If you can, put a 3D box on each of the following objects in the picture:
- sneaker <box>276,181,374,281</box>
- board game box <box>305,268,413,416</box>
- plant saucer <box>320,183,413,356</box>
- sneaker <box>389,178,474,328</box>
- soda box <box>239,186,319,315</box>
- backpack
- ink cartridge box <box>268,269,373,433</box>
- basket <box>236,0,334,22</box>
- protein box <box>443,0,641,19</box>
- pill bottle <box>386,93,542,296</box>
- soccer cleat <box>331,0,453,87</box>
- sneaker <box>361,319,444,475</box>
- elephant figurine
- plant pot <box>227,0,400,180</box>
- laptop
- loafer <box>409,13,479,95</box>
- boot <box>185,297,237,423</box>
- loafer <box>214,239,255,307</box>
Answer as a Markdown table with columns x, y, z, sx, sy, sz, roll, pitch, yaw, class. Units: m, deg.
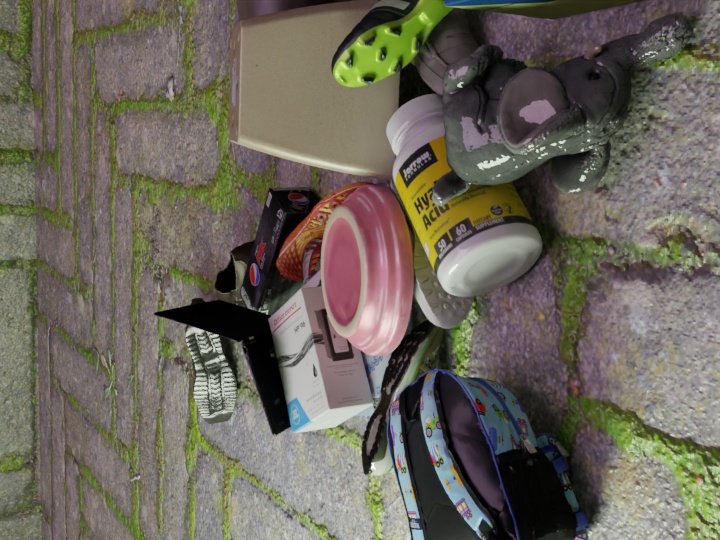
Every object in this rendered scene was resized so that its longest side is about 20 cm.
| x | y | z | sx | sy | sz | roll | pitch | yaw | class |
| --- | --- | --- | --- | --- | --- | --- | --- | --- | --- |
| -0.045 | -0.065 | 1.207 | 0.200 | 0.073 | 0.077 | -35 | 25 | 37 | sneaker |
| -0.001 | 0.088 | 1.181 | 0.200 | 0.043 | 0.200 | -14 | 81 | 58 | board game box |
| 0.000 | 0.000 | 1.055 | 0.200 | 0.051 | 0.201 | 178 | 90 | -68 | plant saucer |
| 0.074 | -0.016 | 1.035 | 0.081 | 0.076 | 0.200 | 119 | 144 | -52 | sneaker |
| -0.116 | -0.024 | 1.330 | 0.063 | 0.071 | 0.200 | 55 | 137 | 39 | soda box |
| 0.115 | 0.200 | 0.918 | 0.183 | 0.134 | 0.200 | -47 | 55 | 50 | backpack |
| -0.059 | 0.095 | 1.170 | 0.116 | 0.068 | 0.201 | -41 | 58 | 53 | ink cartridge box |
| -0.098 | -0.308 | 1.223 | 0.180 | 0.136 | 0.201 | -159 | 65 | -70 | basket |
| 0.181 | -0.332 | 0.762 | 0.198 | 0.135 | 0.201 | 10 | 101 | 58 | protein box |
| 0.099 | -0.083 | 0.941 | 0.111 | 0.111 | 0.200 | -56 | 48 | 45 | pill bottle |
| 0.046 | -0.273 | 0.957 | 0.200 | 0.068 | 0.081 | -41 | 40 | 11 | soccer cleat |
| 0.070 | 0.152 | 1.055 | 0.200 | 0.088 | 0.077 | -69 | 15 | -4 | sneaker |
| 0.171 | -0.137 | 0.802 | 0.200 | 0.141 | 0.156 | 17 | 122 | 48 | elephant figurine |
| -0.064 | -0.217 | 1.078 | 0.200 | 0.177 | 0.200 | -142 | 54 | -75 | plant pot |
| -0.157 | 0.124 | 1.244 | 0.116 | 0.187 | 0.200 | -20 | 87 | 19 | laptop |
| 0.092 | -0.240 | 0.976 | 0.200 | 0.070 | 0.070 | 51 | 142 | 44 | loafer |
| -0.265 | 0.155 | 1.612 | 0.138 | 0.077 | 0.201 | -122 | 27 | -68 | boot |
| -0.210 | 0.026 | 1.487 | 0.073 | 0.071 | 0.200 | 58 | 138 | 38 | loafer |
